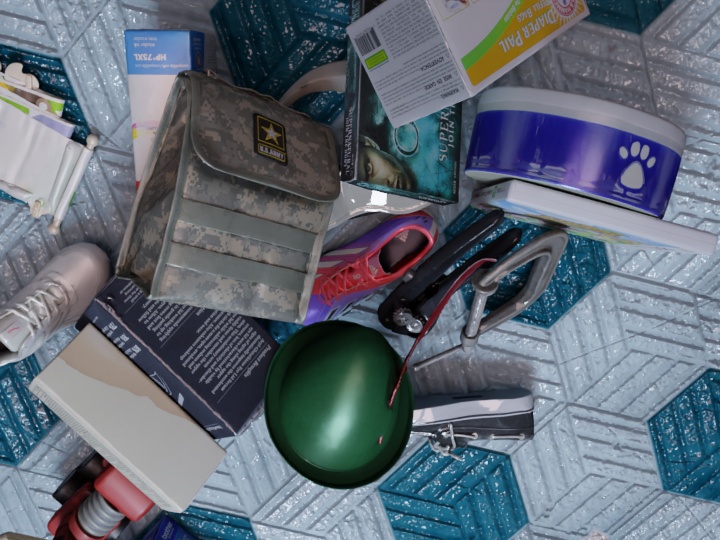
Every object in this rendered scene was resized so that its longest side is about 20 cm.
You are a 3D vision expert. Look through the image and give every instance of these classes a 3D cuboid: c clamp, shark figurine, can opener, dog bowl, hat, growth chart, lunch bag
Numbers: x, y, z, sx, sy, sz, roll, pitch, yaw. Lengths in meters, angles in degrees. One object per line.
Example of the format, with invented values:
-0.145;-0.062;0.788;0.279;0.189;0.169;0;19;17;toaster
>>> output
0.144;0.035;0.776;0.168;0.201;0.027;-23;62;-18;c clamp
-0.012;-0.186;0.754;0.210;0.090;0.131;-2;104;0;shark figurine
0.088;0.004;0.771;0.063;0.079;0.200;30;131;-15;can opener
0.203;-0.110;0.704;0.196;0.200;0.080;14;94;-3;dog bowl
0.008;0.089;0.688;0.163;0.176;0.203;18;61;-12;hat
-0.388;-0.153;0.805;0.198;0.018;0.146;35;103;-8;growth chart
-0.113;-0.067;0.675;0.162;0.117;0.204;14;92;-38;lunch bag

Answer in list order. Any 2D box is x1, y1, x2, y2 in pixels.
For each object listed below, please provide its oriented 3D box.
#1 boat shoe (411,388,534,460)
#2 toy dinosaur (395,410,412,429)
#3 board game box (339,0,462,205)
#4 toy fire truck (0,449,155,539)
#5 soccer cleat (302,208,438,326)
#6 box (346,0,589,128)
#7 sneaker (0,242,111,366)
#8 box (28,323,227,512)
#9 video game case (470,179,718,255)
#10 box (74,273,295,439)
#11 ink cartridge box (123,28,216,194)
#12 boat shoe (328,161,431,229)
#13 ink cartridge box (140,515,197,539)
0.107;0.184;0.858;0.195;0.074;0.070;-5;91;-7;boat shoe
-0.019;0.146;0.848;0.198;0.107;0.061;-9;131;48;toy dinosaur
0.045;-0.175;0.714;0.133;0.028;0.205;6;83;-36;board game box
-0.306;0.265;0.822;0.176;0.200;0.129;-42;101;12;toy fire truck
0.000;0.000;0.809;0.198;0.073;0.069;-34;102;9;soccer cleat
0.103;-0.232;0.674;0.199;0.112;0.103;-38;107;-32;box
-0.361;0.050;0.817;0.199;0.100;0.078;-41;101;11;sneaker
-0.245;0.159;0.770;0.200;0.095;0.078;47;60;-12;box
0.221;-0.051;0.735;0.196;0.182;0.023;15;93;-3;video game case
-0.191;0.078;0.784;0.200;0.147;0.105;46;60;-12;box
-0.188;-0.140;0.753;0.066;0.116;0.204;1;105;1;ink cartridge box
0.006;-0.090;0.791;0.196;0.061;0.075;-20;111;4;boat shoe
-0.247;0.414;0.928;0.199;0.076;0.137;41;102;-8;ink cartridge box
